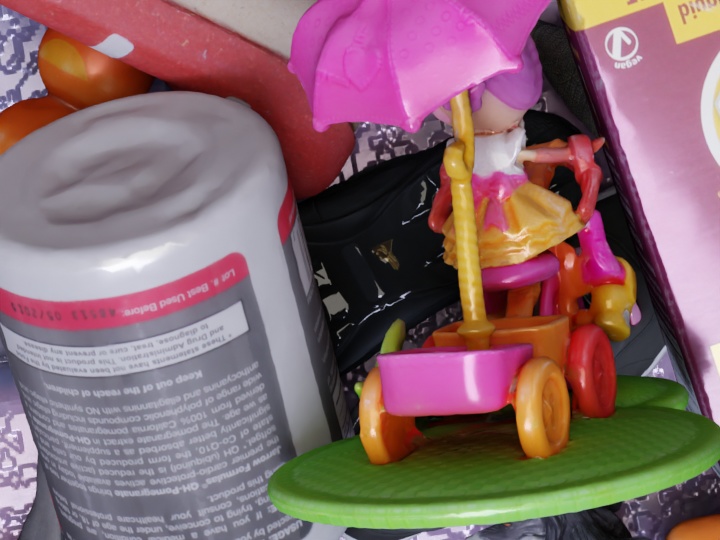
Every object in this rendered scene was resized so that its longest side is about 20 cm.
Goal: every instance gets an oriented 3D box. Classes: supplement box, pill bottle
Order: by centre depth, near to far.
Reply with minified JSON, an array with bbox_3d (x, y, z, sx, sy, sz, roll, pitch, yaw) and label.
[{"bbox_3d":[-0.061,0.048,1.014,0.110,0.111,0.200,-14,122,-1],"label":"pill bottle"},{"bbox_3d":[0.158,-0.033,1.035,0.131,0.103,0.200,-19,98,4],"label":"supplement box"}]

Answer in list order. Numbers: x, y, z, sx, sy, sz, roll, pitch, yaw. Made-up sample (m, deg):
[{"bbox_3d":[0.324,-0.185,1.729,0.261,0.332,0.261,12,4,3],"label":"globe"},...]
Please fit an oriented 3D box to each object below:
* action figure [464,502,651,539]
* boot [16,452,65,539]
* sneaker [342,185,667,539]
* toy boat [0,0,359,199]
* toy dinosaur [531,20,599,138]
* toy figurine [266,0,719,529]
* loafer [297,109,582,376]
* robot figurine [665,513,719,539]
[{"bbox_3d":[0.070,0.155,1.082,0.102,0.119,0.201,-10,104,-1],"label":"action figure"},{"bbox_3d":[-0.143,0.129,1.106,0.131,0.070,0.201,-13,63,25],"label":"boot"},{"bbox_3d":[0.066,0.036,1.098,0.200,0.099,0.071,-41,90,-2],"label":"sneaker"},{"bbox_3d":[-0.096,-0.073,1.060,0.200,0.130,0.131,25,95,-31],"label":"toy boat"},{"bbox_3d":[0.136,-0.076,1.109,0.199,0.077,0.103,7,76,-7],"label":"toy dinosaur"},{"bbox_3d":[0.043,-0.028,0.951,0.150,0.200,0.185,-4,98,24],"label":"toy figurine"},{"bbox_3d":[0.000,0.000,1.112,0.200,0.070,0.068,-27,88,12],"label":"loafer"},{"bbox_3d":[0.216,0.120,1.095,0.199,0.144,0.117,-9,115,-1],"label":"robot figurine"}]
